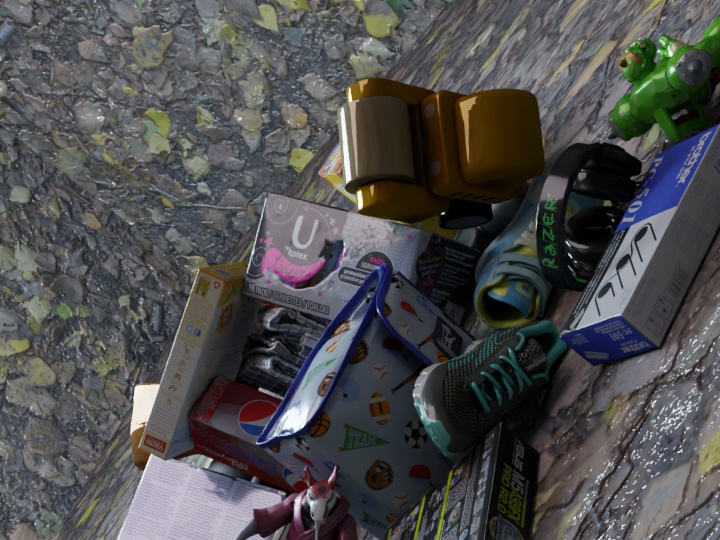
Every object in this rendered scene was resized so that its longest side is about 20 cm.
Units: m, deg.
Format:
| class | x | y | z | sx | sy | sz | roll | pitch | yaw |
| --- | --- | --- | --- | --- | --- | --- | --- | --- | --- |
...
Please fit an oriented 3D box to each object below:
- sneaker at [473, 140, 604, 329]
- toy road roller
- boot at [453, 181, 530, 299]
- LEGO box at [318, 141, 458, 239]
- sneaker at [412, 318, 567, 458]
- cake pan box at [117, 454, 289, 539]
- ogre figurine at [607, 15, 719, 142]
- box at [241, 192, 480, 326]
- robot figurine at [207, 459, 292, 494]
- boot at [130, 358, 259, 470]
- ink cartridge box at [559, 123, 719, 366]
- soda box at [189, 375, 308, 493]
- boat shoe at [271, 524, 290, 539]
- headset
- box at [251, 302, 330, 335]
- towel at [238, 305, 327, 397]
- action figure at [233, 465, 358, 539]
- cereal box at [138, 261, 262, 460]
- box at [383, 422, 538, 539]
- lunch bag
| class | x | y | z | sx | sy | sz | roll | pitch | yaw |
| --- | --- | --- | --- | --- | --- | --- | --- | --- | --- |
| sneaker | 0.177 | -0.023 | 1.400 | 0.201 | 0.079 | 0.131 | -59 | 5 | 26 |
| toy road roller | 0.088 | -0.122 | 1.402 | 0.145 | 0.198 | 0.125 | -20 | 70 | 46 |
| boot | 0.120 | -0.007 | 1.617 | 0.201 | 0.065 | 0.165 | -52 | 2 | -8 |
| LEGO box | 0.057 | -0.092 | 1.808 | 0.078 | 0.199 | 0.149 | -53 | 11 | -5 |
| sneaker | 0.114 | 0.089 | 1.234 | 0.091 | 0.078 | 0.200 | -32 | 4 | 33 |
| cake pan box | -0.172 | 0.306 | 1.538 | 0.198 | 0.052 | 0.187 | 10 | 74 | 31 |
| ogre figurine | 0.301 | -0.183 | 1.345 | 0.120 | 0.099 | 0.199 | -38 | 17 | -33 |
| box | 0.000 | 0.000 | 1.491 | 0.198 | 0.132 | 0.116 | 14 | 88 | 34 |
| robot figurine | -0.133 | 0.280 | 1.656 | 0.149 | 0.125 | 0.201 | -10 | 36 | 35 |
| boot | -0.186 | 0.131 | 1.692 | 0.198 | 0.068 | 0.191 | -13 | 74 | 40 |
| ink cartridge box | 0.243 | -0.020 | 1.185 | 0.201 | 0.044 | 0.094 | -58 | 13 | -24 |
| soda box | -0.076 | 0.181 | 1.495 | 0.070 | 0.198 | 0.064 | 91 | -156 | -52 |
| boat shoe | -0.060 | 0.289 | 1.471 | 0.059 | 0.073 | 0.200 | 5 | 31 | 29 |
| headset | 0.202 | -0.056 | 1.281 | 0.093 | 0.125 | 0.199 | 11 | 19 | 36 |
| box | -0.038 | 0.075 | 1.676 | 0.040 | 0.199 | 0.138 | -41 | 16 | 35 |
| towel | -0.026 | 0.112 | 1.506 | 0.087 | 0.198 | 0.165 | -66 | 12 | -5 |
| action figure | -0.035 | 0.255 | 1.275 | 0.148 | 0.133 | 0.203 | -27 | -45 | -56 |
| cereal box | -0.163 | 0.093 | 1.535 | 0.144 | 0.039 | 0.203 | -10 | -59 | -75 |
| box | 0.068 | 0.233 | 1.135 | 0.160 | 0.044 | 0.201 | -49 | 11 | 28 |
| lunch bag | 0.034 | 0.117 | 1.311 | 0.123 | 0.170 | 0.201 | -23 | 30 | 57 |
